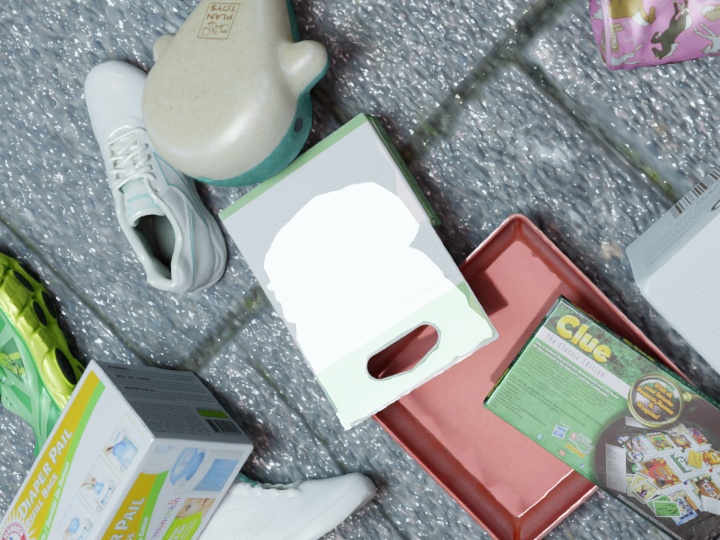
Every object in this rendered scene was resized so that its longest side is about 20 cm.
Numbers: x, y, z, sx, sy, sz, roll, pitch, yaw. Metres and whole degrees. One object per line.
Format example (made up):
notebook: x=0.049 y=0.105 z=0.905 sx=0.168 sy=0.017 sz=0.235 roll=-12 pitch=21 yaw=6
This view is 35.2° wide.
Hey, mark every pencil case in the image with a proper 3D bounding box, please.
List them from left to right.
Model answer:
pencil case: x=0.259 y=-0.195 z=0.798 sx=0.200 sy=0.083 sz=0.087 roll=-10 pitch=98 yaw=13

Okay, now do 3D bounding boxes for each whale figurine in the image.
whale figurine: x=-0.085 y=-0.159 z=0.871 sx=0.159 sy=0.104 sz=0.200 roll=7 pitch=77 yaw=30

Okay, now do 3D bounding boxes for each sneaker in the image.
sneaker: x=-0.287 y=0.073 z=0.947 sx=0.083 sy=0.074 sz=0.200 roll=-25 pitch=94 yaw=9
sneaker: x=-0.167 y=-0.075 z=0.899 sx=0.070 sy=0.080 sz=0.201 roll=-23 pitch=93 yaw=15
sneaker: x=-0.086 y=0.198 z=0.935 sx=0.200 sy=0.075 sz=0.089 roll=-27 pitch=81 yaw=15

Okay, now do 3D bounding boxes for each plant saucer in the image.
plant saucer: x=0.123 y=0.089 z=0.892 sx=0.200 sy=0.037 sz=0.200 roll=45 pitch=105 yaw=1

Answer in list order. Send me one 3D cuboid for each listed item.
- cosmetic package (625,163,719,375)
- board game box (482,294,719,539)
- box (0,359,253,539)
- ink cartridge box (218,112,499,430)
cosmetic package: x=0.313 y=0.013 z=0.777 sx=0.200 sy=0.166 sz=0.167 roll=45 pitch=104 yaw=0
board game box: x=0.203 y=0.117 z=0.852 sx=0.200 sy=0.023 sz=0.105 roll=36 pitch=105 yaw=3
box: x=-0.196 y=0.186 z=0.912 sx=0.101 sy=0.112 sz=0.200 roll=42 pitch=107 yaw=37
ink cartridge box: x=0.000 y=0.000 z=0.881 sx=0.145 sy=0.048 sz=0.200 roll=-33 pitch=83 yaw=13
